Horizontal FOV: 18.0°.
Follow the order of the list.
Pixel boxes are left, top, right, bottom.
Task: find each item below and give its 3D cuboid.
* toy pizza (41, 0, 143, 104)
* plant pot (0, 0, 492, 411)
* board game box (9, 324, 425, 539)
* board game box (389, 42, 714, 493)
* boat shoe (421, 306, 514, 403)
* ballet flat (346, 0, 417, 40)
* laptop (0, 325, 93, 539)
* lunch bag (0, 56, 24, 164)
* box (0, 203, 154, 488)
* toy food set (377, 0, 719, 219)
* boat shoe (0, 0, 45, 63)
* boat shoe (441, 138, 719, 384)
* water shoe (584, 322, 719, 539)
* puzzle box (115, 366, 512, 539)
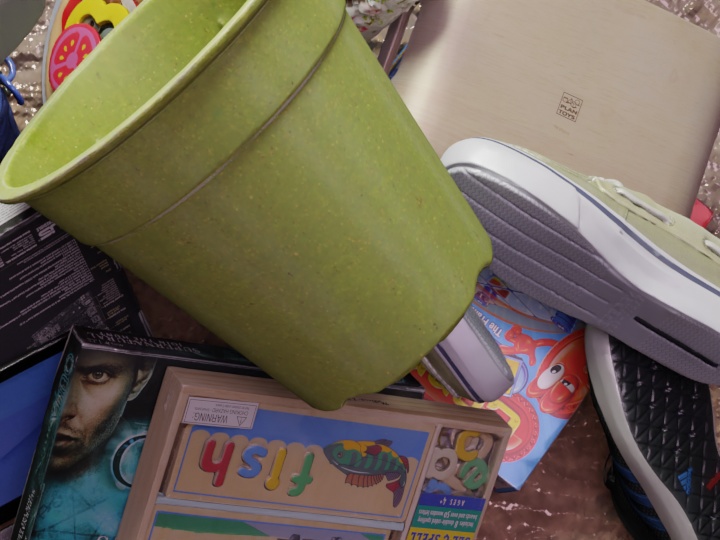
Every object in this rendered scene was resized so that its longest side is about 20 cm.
[{"bbox_3d":[-0.100,-0.125,1.215,0.199,0.032,0.202,-9,73,32],"label":"toy pizza"},{"bbox_3d":[-0.041,-0.038,1.091,0.200,0.200,0.190,-46,109,-11],"label":"plant pot"},{"bbox_3d":[-0.074,0.106,1.194,0.199,0.028,0.136,9,108,-27],"label":"board game box"},{"bbox_3d":[0.063,-0.013,1.281,0.200,0.056,0.196,37,79,-4],"label":"board game box"},{"bbox_3d":[0.000,0.000,1.214,0.062,0.072,0.200,-42,85,7],"label":"boat shoe"},{"bbox_3d":[-0.025,-0.148,1.234,0.064,0.199,0.076,39,50,-44],"label":"ballet flat"},{"bbox_3d":[-0.176,0.160,1.191,0.177,0.103,0.201,-28,89,-15],"label":"laptop"},{"bbox_3d":[-0.267,-0.061,1.193,0.199,0.132,0.136,-31,71,-13],"label":"lunch bag"},{"bbox_3d":[-0.210,0.048,1.181,0.199,0.161,0.044,-32,48,-11],"label":"box"},{"bbox_3d":[0.104,-0.087,1.245,0.199,0.060,0.144,23,80,-15],"label":"toy food set"},{"bbox_3d":[-0.250,-0.101,1.104,0.199,0.071,0.070,-35,74,-7],"label":"boat shoe"},{"bbox_3d":[0.127,-0.013,1.183,0.199,0.072,0.062,33,52,-14],"label":"boat shoe"},{"bbox_3d":[0.157,0.105,1.256,0.071,0.079,0.201,-31,103,-34],"label":"water shoe"},{"bbox_3d":[-0.027,0.126,1.193,0.199,0.025,0.134,9,108,-28],"label":"puzzle box"}]
